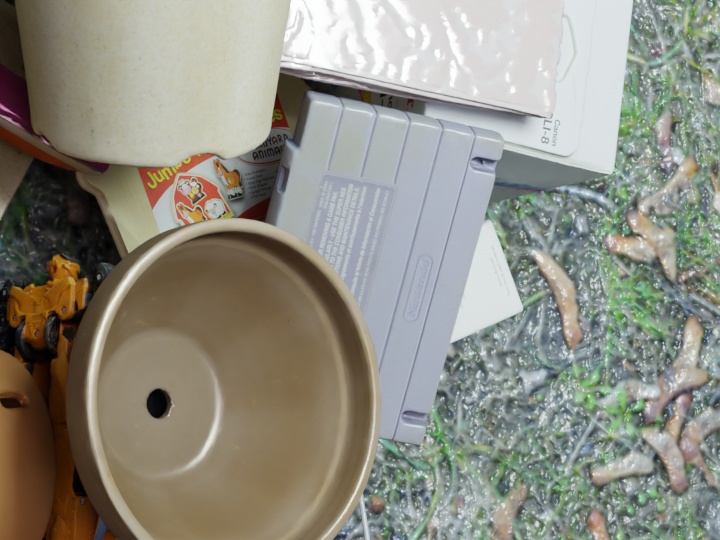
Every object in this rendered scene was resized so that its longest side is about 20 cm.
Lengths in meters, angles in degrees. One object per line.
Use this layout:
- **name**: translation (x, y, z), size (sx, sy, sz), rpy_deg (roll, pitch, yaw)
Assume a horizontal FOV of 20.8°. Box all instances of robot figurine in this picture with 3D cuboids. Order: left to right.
- **robot figurine**: translation (-0.181, 0.091, 1.182), size (0.058, 0.144, 0.201), rpy_deg (16, 73, -45)

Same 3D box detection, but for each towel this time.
- **towel**: translation (0.039, -0.201, 1.166), size (0.190, 0.032, 0.201), rpy_deg (10, 81, -25)

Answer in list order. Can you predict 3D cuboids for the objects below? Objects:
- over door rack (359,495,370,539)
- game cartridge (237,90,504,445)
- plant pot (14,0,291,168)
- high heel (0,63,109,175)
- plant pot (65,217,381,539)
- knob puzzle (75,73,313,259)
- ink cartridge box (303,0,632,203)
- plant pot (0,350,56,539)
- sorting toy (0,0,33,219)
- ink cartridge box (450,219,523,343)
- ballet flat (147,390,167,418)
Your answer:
- **over door rack**: translation (-0.022, 0.198, 1.240), size (0.066, 0.148, 0.201), rpy_deg (-22, 78, 12)
- **game cartridge**: translation (0.000, 0.000, 1.181), size (0.129, 0.038, 0.201), rpy_deg (12, 105, -11)
- **plant pot**: translation (-0.111, -0.161, 1.052), size (0.199, 0.200, 0.185), rpy_deg (-9, 115, -28)
- **high heel**: translation (-0.213, -0.139, 1.136), size (0.199, 0.067, 0.096), rpy_deg (33, 79, 4)
- **plant pot**: translation (-0.092, 0.074, 1.105), size (0.200, 0.092, 0.202), rpy_deg (3, 85, -39)
- **knob puzzle**: translation (-0.100, -0.078, 1.225), size (0.219, 0.030, 0.221), rpy_deg (13, 67, -35)
- **ink cartridge box**: translation (0.065, -0.133, 1.298), size (0.144, 0.200, 0.146), rpy_deg (12, 79, -26)
- **plant pot**: translation (-0.267, 0.114, 1.115), size (0.139, 0.199, 0.202), rpy_deg (3, 83, -43)
- **sorting toy**: translation (-0.302, -0.094, 1.176), size (0.199, 0.069, 0.200), rpy_deg (33, 71, -21)
- **ink cartridge box**: translation (-0.009, 0.035, 1.289), size (0.199, 0.116, 0.068), rpy_deg (-22, 95, -26)
- **ballet flat**: translation (-0.114, 0.140, 1.188), size (0.073, 0.073, 0.201), rpy_deg (4, 77, -27)
